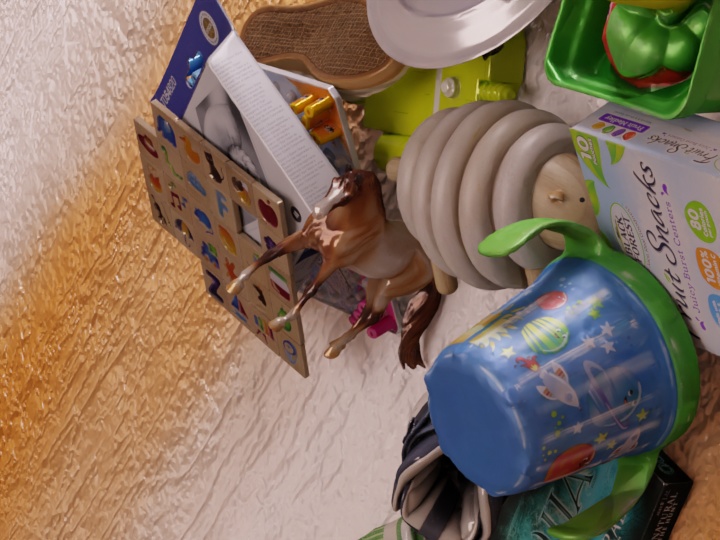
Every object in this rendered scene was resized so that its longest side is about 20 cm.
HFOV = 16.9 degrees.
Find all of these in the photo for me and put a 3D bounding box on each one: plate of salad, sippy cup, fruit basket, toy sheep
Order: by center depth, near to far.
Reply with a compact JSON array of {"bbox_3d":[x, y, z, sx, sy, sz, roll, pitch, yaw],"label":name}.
[{"bbox_3d":[0.170,-0.194,1.401,0.155,0.215,0.217,25,109,52],"label":"fruit basket"},{"bbox_3d":[0.115,0.069,1.474,0.178,0.130,0.140,56,147,14],"label":"sippy cup"},{"bbox_3d":[0.089,-0.048,1.594,0.199,0.137,0.139,11,98,41],"label":"toy sheep"},{"bbox_3d":[0.087,-0.218,1.629,0.199,0.048,0.201,-24,48,30],"label":"plate of salad"}]

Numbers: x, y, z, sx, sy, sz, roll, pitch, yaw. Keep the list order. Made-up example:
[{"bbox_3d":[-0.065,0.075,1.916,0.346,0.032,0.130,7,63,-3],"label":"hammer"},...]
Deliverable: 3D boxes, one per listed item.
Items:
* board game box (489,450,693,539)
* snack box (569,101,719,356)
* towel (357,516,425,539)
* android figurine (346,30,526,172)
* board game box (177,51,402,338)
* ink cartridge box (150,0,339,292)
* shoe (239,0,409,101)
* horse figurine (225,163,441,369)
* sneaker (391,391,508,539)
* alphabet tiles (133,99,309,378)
[{"bbox_3d":[0.137,0.183,1.604,0.135,0.028,0.201,46,125,44],"label":"board game box"},{"bbox_3d":[0.218,-0.014,1.420,0.200,0.053,0.143,26,141,52],"label":"snack box"},{"bbox_3d":[0.004,0.282,1.799,0.200,0.023,0.153,-43,55,47],"label":"towel"},{"bbox_3d":[0.051,-0.156,1.725,0.200,0.041,0.183,17,103,55],"label":"android figurine"},{"bbox_3d":[-0.055,-0.058,1.809,0.200,0.026,0.201,22,134,53],"label":"board game box"},{"bbox_3d":[-0.096,-0.083,1.781,0.200,0.040,0.200,56,154,12],"label":"ink cartridge box"},{"bbox_3d":[-0.016,-0.161,1.757,0.200,0.053,0.070,16,83,55],"label":"shoe"},{"bbox_3d":[0.000,0.000,1.690,0.133,0.200,0.050,-45,49,12],"label":"horse figurine"},{"bbox_3d":[0.057,0.138,1.603,0.203,0.077,0.147,110,-177,-50],"label":"sneaker"},{"bbox_3d":[-0.106,-0.031,1.797,0.200,0.008,0.168,39,149,40],"label":"alphabet tiles"}]
